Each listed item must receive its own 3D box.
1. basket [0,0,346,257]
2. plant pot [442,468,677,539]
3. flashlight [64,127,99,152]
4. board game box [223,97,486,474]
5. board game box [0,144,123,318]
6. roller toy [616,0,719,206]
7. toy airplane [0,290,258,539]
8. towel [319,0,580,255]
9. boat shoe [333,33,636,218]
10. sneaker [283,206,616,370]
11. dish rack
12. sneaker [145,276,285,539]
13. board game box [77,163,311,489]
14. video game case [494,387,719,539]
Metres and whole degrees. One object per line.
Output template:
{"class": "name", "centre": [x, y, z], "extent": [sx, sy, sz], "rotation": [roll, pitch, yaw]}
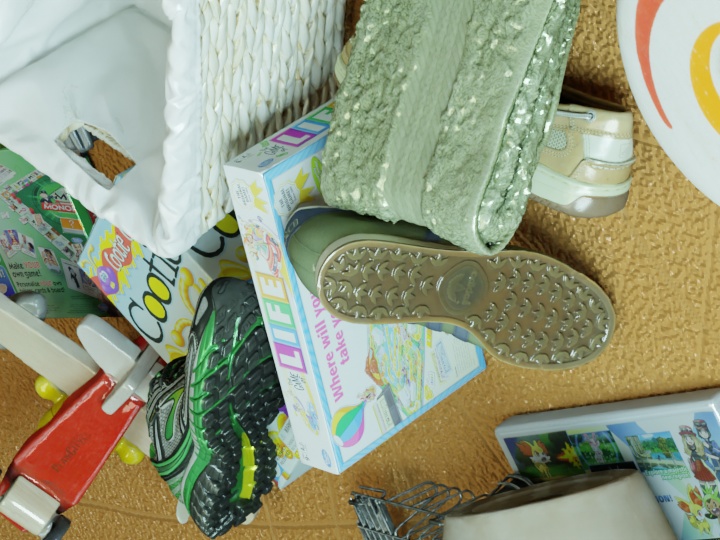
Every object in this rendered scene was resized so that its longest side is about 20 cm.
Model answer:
{"class": "basket", "centre": [-0.122, -0.153, 1.696], "extent": [0.198, 0.161, 0.200], "rotation": [34, 139, 28]}
{"class": "plant pot", "centre": [0.122, 0.211, 1.651], "extent": [0.200, 0.200, 0.174], "rotation": [-13, 91, 53]}
{"class": "flashlight", "centre": [-0.218, -0.172, 1.878], "extent": [0.068, 0.068, 0.200], "rotation": [-9, 109, 49]}
{"class": "board game box", "centre": [0.000, 0.000, 1.693], "extent": [0.034, 0.134, 0.200], "rotation": [14, 127, 44]}
{"class": "board game box", "centre": [-0.242, -0.030, 2.050], "extent": [0.200, 0.029, 0.135], "rotation": [-1, 116, 50]}
{"class": "roller toy", "centre": [0.217, -0.110, 1.341], "extent": [0.182, 0.140, 0.200], "rotation": [30, 138, 33]}
{"class": "toy airplane", "centre": [-0.175, 0.088, 1.984], "extent": [0.199, 0.141, 0.200], "rotation": [-2, 117, 18]}
{"class": "towel", "centre": [0.050, -0.117, 1.546], "extent": [0.148, 0.036, 0.200], "rotation": [18, 94, 44]}
{"class": "boat shoe", "centre": [0.073, -0.102, 1.596], "extent": [0.200, 0.072, 0.076], "rotation": [26, 121, 29]}
{"class": "sneaker", "centre": [0.045, 0.001, 1.631], "extent": [0.090, 0.200, 0.067], "rotation": [39, 113, 55]}
{"class": "dish rack", "centre": [0.071, 0.199, 1.828], "extent": [0.200, 0.055, 0.154], "rotation": [5, 121, 63]}
{"class": "sneaker", "centre": [-0.097, 0.076, 1.737], "extent": [0.085, 0.078, 0.200], "rotation": [39, 141, 23]}
{"class": "board game box", "centre": [-0.066, 0.016, 1.811], "extent": [0.200, 0.105, 0.103], "rotation": [46, 143, 13]}
{"class": "video game case", "centre": [0.183, 0.160, 1.700], "extent": [0.200, 0.022, 0.183], "rotation": [-12, 108, 54]}
